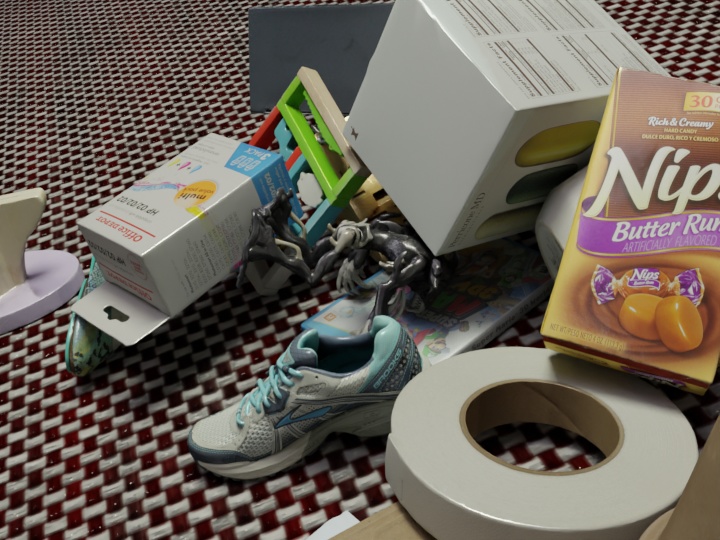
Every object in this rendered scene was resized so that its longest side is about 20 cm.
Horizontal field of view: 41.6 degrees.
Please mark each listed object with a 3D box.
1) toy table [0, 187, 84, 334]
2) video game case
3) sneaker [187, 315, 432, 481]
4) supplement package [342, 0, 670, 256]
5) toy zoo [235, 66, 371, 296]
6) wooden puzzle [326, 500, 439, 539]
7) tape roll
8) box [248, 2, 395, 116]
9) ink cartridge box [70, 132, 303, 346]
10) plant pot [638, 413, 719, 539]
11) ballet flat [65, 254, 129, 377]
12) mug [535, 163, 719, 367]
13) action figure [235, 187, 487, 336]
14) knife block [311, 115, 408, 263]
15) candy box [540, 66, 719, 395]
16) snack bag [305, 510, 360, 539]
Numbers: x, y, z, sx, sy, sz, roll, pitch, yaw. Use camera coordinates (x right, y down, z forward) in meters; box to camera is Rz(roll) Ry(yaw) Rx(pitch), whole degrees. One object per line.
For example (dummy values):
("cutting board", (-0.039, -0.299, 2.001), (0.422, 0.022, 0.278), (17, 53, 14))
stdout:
("toy table", (-0.397, -0.011, 0.972), (0.197, 0.119, 0.184), (-19, 34, -8))
("video game case", (0.064, 0.027, 0.825), (0.199, 0.018, 0.142), (-34, 39, -25))
("sneaker", (-0.046, 0.086, 0.710), (0.197, 0.087, 0.078), (-21, 34, 7))
("supplement package", (0.120, -0.133, 0.788), (0.198, 0.153, 0.152), (-14, 56, -37))
("toy zoo", (-0.077, -0.071, 0.895), (0.020, 0.200, 0.132), (6, 45, -45))
("wooden puzzle", (0.052, 0.199, 0.534), (0.197, 0.038, 0.184), (-17, 31, -27))
("tape roll", (0.115, 0.115, 0.618), (0.198, 0.038, 0.204), (1, 26, 0))
("box", (0.005, -0.238, 1.081), (0.193, 0.120, 0.199), (6, 14, 28))
("ink cartridge box", (-0.162, -0.033, 0.826), (0.114, 0.069, 0.199), (20, 50, 43))
("plant pot", (0.231, 0.123, 0.441), (0.196, 0.178, 0.201), (1, 23, -1))
("ballet flat", (-0.233, 0.024, 0.906), (0.073, 0.075, 0.202), (-12, 37, 3))
("mug", (0.228, -0.028, 0.737), (0.151, 0.151, 0.187), (-25, 27, -2))
("action figure", (0.000, 0.000, 0.790), (0.196, 0.104, 0.119), (14, 26, -6))
("knife block", (0.001, -0.074, 0.958), (0.063, 0.176, 0.202), (-28, 74, -9))
("candy box", (0.208, -0.030, 0.658), (0.115, 0.056, 0.203), (15, 79, 18))
("snack bag", (-0.022, 0.244, 0.539), (0.198, 0.022, 0.187), (-31, 38, -28))
